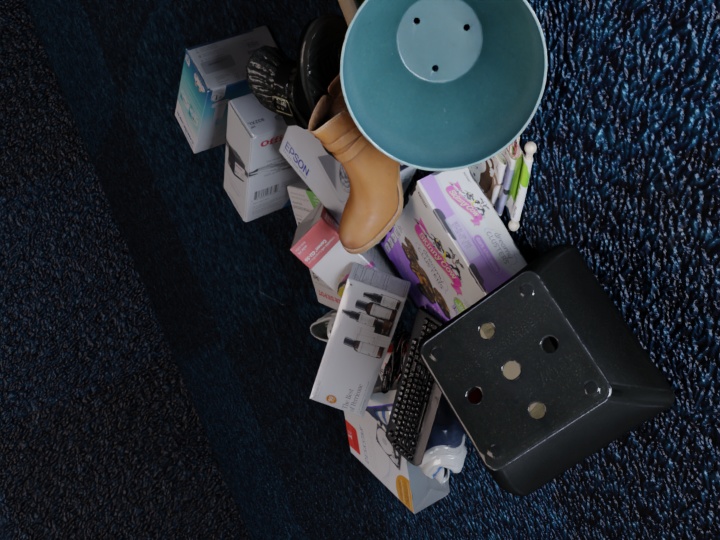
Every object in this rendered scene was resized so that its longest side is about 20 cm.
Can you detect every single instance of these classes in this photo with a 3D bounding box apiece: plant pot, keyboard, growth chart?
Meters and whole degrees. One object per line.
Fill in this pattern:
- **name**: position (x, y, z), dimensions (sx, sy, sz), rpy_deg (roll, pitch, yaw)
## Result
- **plant pot**: position (0.082, -0.221, 0.930), dimensions (0.135, 0.197, 0.202), rpy_deg (-84, -15, -62)
- **keyboard**: position (0.060, 0.147, 1.182), dimensions (0.104, 0.039, 0.202), rpy_deg (36, 120, 46)
- **plant pot**: position (0.169, 0.098, 0.901), dimensions (0.201, 0.199, 0.177), rpy_deg (59, -166, 16)
- **growth chart**: position (0.133, -0.135, 1.070), dimensions (0.200, 0.018, 0.146), rpy_deg (47, 150, 39)

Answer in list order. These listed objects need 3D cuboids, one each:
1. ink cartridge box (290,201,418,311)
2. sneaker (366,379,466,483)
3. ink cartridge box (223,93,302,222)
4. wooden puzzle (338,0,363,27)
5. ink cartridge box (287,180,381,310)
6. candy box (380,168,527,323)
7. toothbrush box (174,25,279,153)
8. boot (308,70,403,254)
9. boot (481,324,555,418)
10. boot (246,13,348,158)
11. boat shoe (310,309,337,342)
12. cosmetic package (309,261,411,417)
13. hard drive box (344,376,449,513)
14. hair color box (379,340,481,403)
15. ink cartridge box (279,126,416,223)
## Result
- **ink cartridge box**: position (0.000, 0.000, 1.262), dimensions (0.200, 0.067, 0.117), rpy_deg (43, -164, -12)
- **sneaker**: position (0.074, 0.231, 1.286), dimensions (0.199, 0.080, 0.148), rpy_deg (-17, 90, 59)
- **ink cartridge box**: position (-0.130, -0.187, 1.413), dimensions (0.084, 0.144, 0.201), rpy_deg (55, 154, 24)
- **wooden puzzle**: position (0.001, -0.329, 1.028), dimensions (0.187, 0.037, 0.200), rpy_deg (69, -163, 8)
- **ink cartridge box**: position (-0.024, -0.041, 1.396), dimensions (0.145, 0.083, 0.202), rpy_deg (19, 128, 59)
- **candy box**: position (0.113, -0.015, 1.128), dimensions (0.169, 0.071, 0.200), rpy_deg (60, 160, 12)
- **toothbrush box**: position (-0.215, -0.293, 1.498), dimensions (0.086, 0.145, 0.200), rpy_deg (61, 156, 13)
- **boot**: position (-0.007, -0.126, 1.031), dimensions (0.073, 0.154, 0.202), rpy_deg (28, 94, 38)
- **boot**: position (0.190, 0.133, 1.122), dimensions (0.156, 0.071, 0.200), rpy_deg (60, 150, 14)
- **boot**: position (-0.071, -0.235, 1.074), dimensions (0.158, 0.079, 0.212), rpy_deg (43, 156, 29)
- **boat shoe**: position (-0.024, 0.103, 1.545), dimensions (0.200, 0.066, 0.074), rpy_deg (-14, 99, 66)
- **cosmetic package**: position (-0.003, 0.095, 1.213), dimensions (0.082, 0.051, 0.202), rpy_deg (19, 120, 3)
- **hard drive box**: position (0.055, 0.279, 1.525), dimensions (0.200, 0.076, 0.158), rpy_deg (33, 139, 52)
- **hair color box**: position (0.097, 0.155, 1.346), dimensions (0.199, 0.061, 0.103), rpy_deg (-8, 104, 64)
- **ink cartridge box**: position (-0.012, -0.164, 1.171), dimensions (0.200, 0.040, 0.201), rpy_deg (50, 137, 22)
